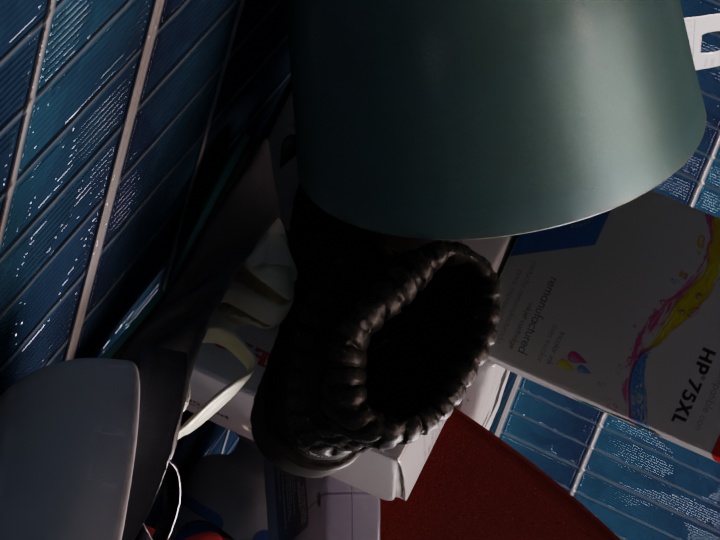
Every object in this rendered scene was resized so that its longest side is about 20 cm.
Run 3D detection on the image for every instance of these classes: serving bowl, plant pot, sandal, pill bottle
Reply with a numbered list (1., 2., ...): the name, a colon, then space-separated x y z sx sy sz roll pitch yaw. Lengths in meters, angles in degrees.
1. serving bowl: -0.144 0.128 1.131 0.200 0.066 0.200 -167 -90 -81
2. plant pot: 0.075 0.228 1.680 0.200 0.176 0.200 -57 159 -21
3. sandal: -0.097 0.107 1.208 0.200 0.043 0.076 118 -18 -55
4. plant pot: 0.055 -0.132 1.313 0.201 0.201 0.161 -55 141 -52
5. pill bottle: -0.069 0.180 1.681 0.200 0.112 0.112 -65 172 1

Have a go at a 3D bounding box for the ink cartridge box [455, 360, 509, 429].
1. ink cartridge box: 0.022 0.045 1.754 0.084 0.144 0.200 -61 172 -29

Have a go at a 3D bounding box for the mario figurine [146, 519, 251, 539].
1. mario figurine: -0.107 0.194 1.513 0.200 0.106 0.123 -2 116 -83

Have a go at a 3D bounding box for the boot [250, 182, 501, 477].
1. boot: 0.016 -0.003 1.346 0.158 0.079 0.211 140 -36 -68

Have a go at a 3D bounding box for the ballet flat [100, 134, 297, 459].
1. ballet flat: -0.074 0.020 1.343 0.073 0.073 0.200 104 13 -52

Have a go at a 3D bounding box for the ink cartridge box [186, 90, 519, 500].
1. ink cartridge box: 0.000 0.000 1.478 0.083 0.147 0.200 86 28 -71

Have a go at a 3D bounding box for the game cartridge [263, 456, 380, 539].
1. game cartridge: -0.025 0.084 1.565 0.133 0.042 0.200 138 -49 -63

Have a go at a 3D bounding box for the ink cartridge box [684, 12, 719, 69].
1. ink cartridge box: 0.151 -0.162 1.817 0.162 0.200 0.050 54 28 -80

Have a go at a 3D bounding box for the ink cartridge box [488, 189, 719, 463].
1. ink cartridge box: 0.173 0.031 1.451 0.116 0.200 0.067 -66 167 -3
